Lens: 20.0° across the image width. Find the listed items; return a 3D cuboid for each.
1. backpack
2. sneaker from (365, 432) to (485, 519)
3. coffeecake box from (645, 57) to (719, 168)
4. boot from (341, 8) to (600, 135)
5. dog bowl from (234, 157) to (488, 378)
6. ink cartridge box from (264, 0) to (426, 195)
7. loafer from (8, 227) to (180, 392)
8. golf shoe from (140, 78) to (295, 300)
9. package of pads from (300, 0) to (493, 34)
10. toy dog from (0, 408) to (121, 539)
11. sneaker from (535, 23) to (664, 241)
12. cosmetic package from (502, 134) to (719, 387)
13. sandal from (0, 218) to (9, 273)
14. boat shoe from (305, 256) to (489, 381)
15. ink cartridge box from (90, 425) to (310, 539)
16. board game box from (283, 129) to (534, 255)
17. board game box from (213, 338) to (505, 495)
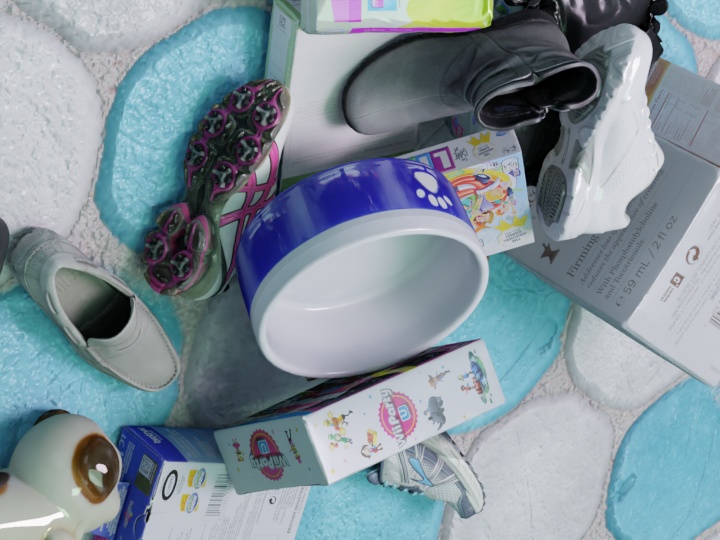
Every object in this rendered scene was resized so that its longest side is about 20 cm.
[{"bbox_3d":[0.158,-0.174,1.791,0.166,0.127,0.201,9,109,-26],"label":"backpack"},{"bbox_3d":[0.045,0.175,1.932,0.086,0.078,0.200,-38,124,0],"label":"sneaker"},{"bbox_3d":[0.367,-0.118,1.929,0.153,0.200,0.073,23,97,-42],"label":"coffeecake box"},{"bbox_3d":[0.084,-0.147,1.642,0.199,0.132,0.070,-24,117,3],"label":"boot"},{"bbox_3d":[0.000,0.000,1.678,0.199,0.079,0.200,-15,147,-10],"label":"dog bowl"},{"bbox_3d":[-0.013,-0.144,1.728,0.145,0.048,0.201,-15,132,-31],"label":"ink cartridge box"},{"bbox_3d":[-0.208,0.042,1.657,0.070,0.070,0.200,-50,133,-6],"label":"loafer"},{"bbox_3d":[-0.105,-0.068,1.687,0.092,0.073,0.200,9,115,-55],"label":"golf shoe"},{"bbox_3d":[0.031,-0.288,1.608,0.154,0.068,0.201,-3,97,-15],"label":"package of pads"},{"bbox_3d":[-0.284,0.196,1.655,0.200,0.139,0.194,-35,111,-20],"label":"toy dog"},{"bbox_3d":[0.217,-0.118,1.732,0.099,0.078,0.201,-1,126,-26],"label":"sneaker"},{"bbox_3d":[0.266,-0.026,1.899,0.166,0.200,0.168,31,92,-43],"label":"cosmetic package"},{"bbox_3d":[-0.316,0.049,1.596,0.076,0.043,0.201,-5,116,-36],"label":"sandal"},{"bbox_3d":[0.019,0.023,1.834,0.200,0.072,0.068,-37,97,-6],"label":"boat shoe"},{"bbox_3d":[-0.151,0.211,1.785,0.200,0.076,0.137,5,108,-40],"label":"ink cartridge box"},{"bbox_3d":[0.044,-0.046,1.744,0.199,0.034,0.135,-17,146,0],"label":"board game box"},{"bbox_3d":[-0.001,0.124,1.738,0.200,0.147,0.064,-23,95,-35],"label":"board game box"}]
